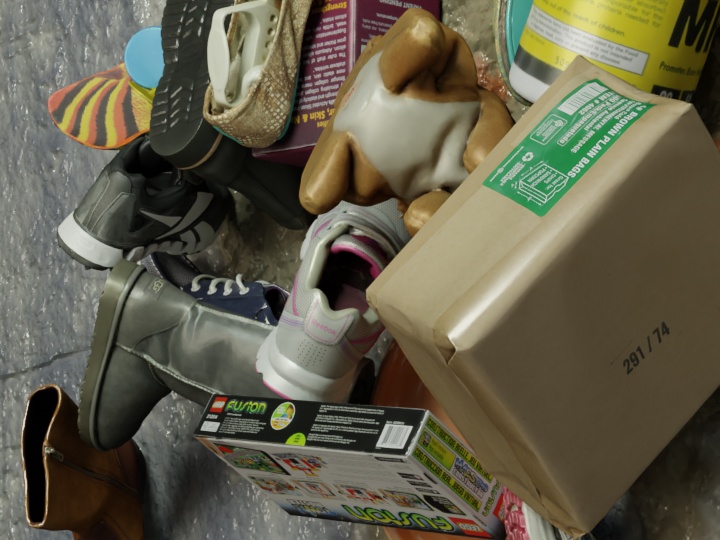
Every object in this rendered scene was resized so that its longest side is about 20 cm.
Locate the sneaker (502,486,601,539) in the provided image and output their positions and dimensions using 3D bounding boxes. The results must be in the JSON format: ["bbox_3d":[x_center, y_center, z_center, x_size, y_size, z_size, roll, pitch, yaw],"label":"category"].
[{"bbox_3d":[0.140,0.191,1.534,0.081,0.074,0.201,101,149,-76],"label":"sneaker"}]

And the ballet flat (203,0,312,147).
[{"bbox_3d":[-0.066,-0.184,1.701,0.070,0.065,0.201,11,94,49],"label":"ballet flat"}]

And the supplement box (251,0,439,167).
[{"bbox_3d":[-0.010,-0.177,1.751,0.110,0.085,0.201,-7,80,48],"label":"supplement box"}]

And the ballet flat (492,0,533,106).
[{"bbox_3d":[0.115,-0.204,1.636,0.071,0.070,0.201,-1,85,49],"label":"ballet flat"}]

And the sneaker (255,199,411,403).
[{"bbox_3d":[0.000,0.000,1.670,0.088,0.081,0.200,-58,9,45],"label":"sneaker"}]

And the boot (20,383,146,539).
[{"bbox_3d":[-0.199,0.194,1.850,0.068,0.200,0.189,2,77,10],"label":"boot"}]

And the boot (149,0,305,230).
[{"bbox_3d":[-0.077,-0.140,1.816,0.077,0.138,0.201,-6,60,41],"label":"boot"}]

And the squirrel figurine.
[{"bbox_3d":[0.072,-0.068,1.601,0.142,0.186,0.200,-58,10,9],"label":"squirrel figurine"}]

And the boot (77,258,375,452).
[{"bbox_3d":[-0.094,0.092,1.760,0.199,0.073,0.182,21,135,8],"label":"boot"}]

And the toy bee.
[{"bbox_3d":[-0.129,-0.136,1.871,0.200,0.131,0.109,-35,85,29],"label":"toy bee"}]

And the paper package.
[{"bbox_3d":[0.128,0.015,1.445,0.200,0.191,0.103,-46,42,-12],"label":"paper package"}]

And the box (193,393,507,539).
[{"bbox_3d":[-0.004,0.126,1.625,0.199,0.110,0.035,2,58,45],"label":"box"}]

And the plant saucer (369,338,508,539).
[{"bbox_3d":[0.081,0.111,1.651,0.200,0.037,0.201,-6,82,49],"label":"plant saucer"}]

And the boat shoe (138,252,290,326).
[{"bbox_3d":[-0.096,0.027,1.846,0.093,0.074,0.200,-53,59,26],"label":"boat shoe"}]

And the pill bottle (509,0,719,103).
[{"bbox_3d":[0.172,-0.189,1.522,0.114,0.114,0.201,33,111,46],"label":"pill bottle"}]

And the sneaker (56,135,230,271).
[{"bbox_3d":[-0.139,-0.058,1.816,0.066,0.200,0.091,37,113,15],"label":"sneaker"}]
